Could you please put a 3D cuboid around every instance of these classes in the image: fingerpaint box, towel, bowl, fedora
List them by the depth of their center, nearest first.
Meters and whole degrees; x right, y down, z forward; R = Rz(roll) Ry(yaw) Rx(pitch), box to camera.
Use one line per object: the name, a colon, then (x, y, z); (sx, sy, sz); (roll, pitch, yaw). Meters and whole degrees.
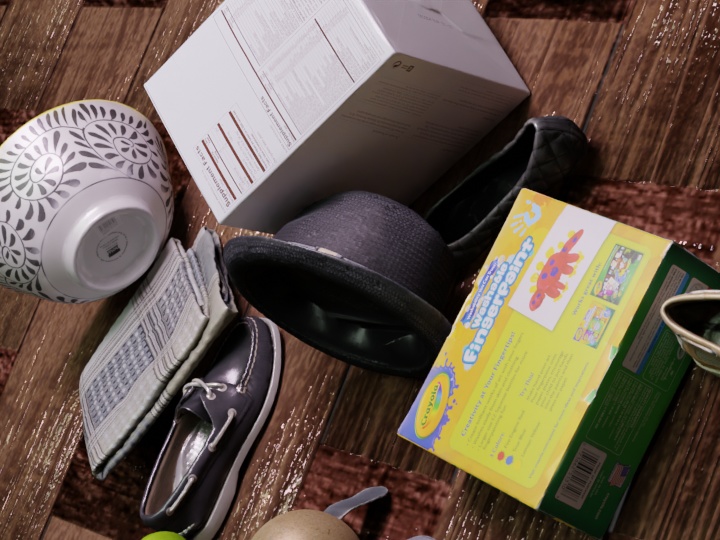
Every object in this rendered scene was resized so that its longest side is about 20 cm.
fingerpaint box: (0.139, 0.062, 1.535); (0.167, 0.073, 0.200); (23, 85, 53)
fedora: (0.000, 0.000, 1.665); (0.200, 0.201, 0.092); (1, 55, 51)
towel: (-0.182, 0.063, 1.916); (0.200, 0.034, 0.193); (-51, 21, 12)
bowl: (-0.236, -0.042, 1.964); (0.201, 0.201, 0.094); (-55, 48, 8)

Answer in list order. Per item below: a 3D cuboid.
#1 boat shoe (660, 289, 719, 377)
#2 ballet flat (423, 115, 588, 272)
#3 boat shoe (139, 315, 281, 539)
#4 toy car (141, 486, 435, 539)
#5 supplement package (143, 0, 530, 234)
boat shoe: (0.269, 0.045, 1.387); (0.200, 0.076, 0.072); (1, 68, 50)
ballet flat: (0.090, -0.058, 1.682); (0.200, 0.057, 0.067); (-41, 45, 33)
boat shoe: (-0.125, 0.125, 1.823); (0.074, 0.060, 0.201); (9, 74, 53)
toy car: (-0.042, 0.238, 1.626); (0.200, 0.158, 0.164); (-34, 39, -11)
supplement package: (-0.019, -0.142, 1.728); (0.200, 0.191, 0.147); (-42, 62, 24)
